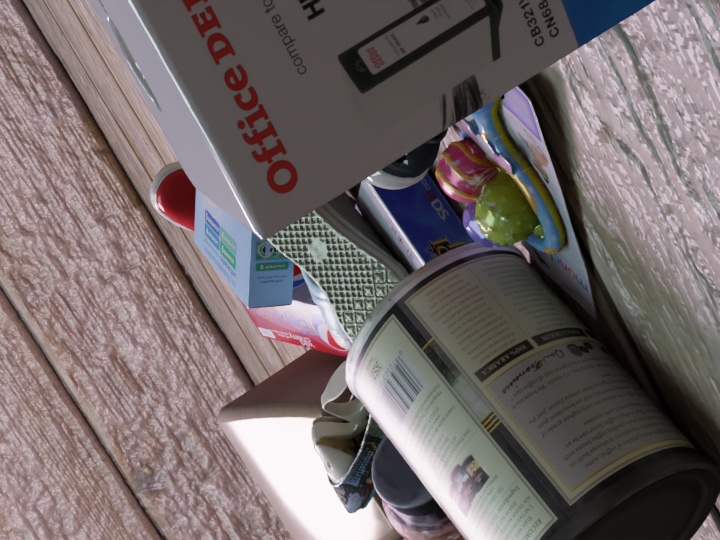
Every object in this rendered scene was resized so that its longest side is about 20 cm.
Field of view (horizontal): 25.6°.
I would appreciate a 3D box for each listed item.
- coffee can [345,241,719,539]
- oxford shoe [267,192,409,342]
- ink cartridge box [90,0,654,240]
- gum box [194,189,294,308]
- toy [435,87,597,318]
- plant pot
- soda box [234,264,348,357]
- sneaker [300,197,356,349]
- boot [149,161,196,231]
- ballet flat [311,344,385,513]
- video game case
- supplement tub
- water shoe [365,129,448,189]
[{"bbox_3d":[0.103,0.100,0.985,0.200,0.146,0.146,51,168,32],"label":"coffee can"},{"bbox_3d":[0.000,0.000,1.186,0.200,0.075,0.058,47,-150,13],"label":"oxford shoe"},{"bbox_3d":[0.000,-0.127,0.635,0.146,0.200,0.084,62,169,-25],"label":"ink cartridge box"},{"bbox_3d":[-0.100,-0.091,1.384,0.170,0.044,0.200,-137,46,-61],"label":"gum box"},{"bbox_3d":[0.075,-0.054,0.930,0.115,0.047,0.200,51,168,40],"label":"toy"},{"bbox_3d":[0.020,0.156,1.463,0.200,0.200,0.177,58,158,-3],"label":"plant pot"},{"bbox_3d":[-0.023,0.030,1.427,0.200,0.070,0.063,11,137,51],"label":"soda box"},{"bbox_3d":[-0.021,-0.026,1.341,0.200,0.074,0.082,-114,2,-50],"label":"sneaker"},{"bbox_3d":[-0.099,-0.041,1.545,0.200,0.072,0.144,19,-167,-34],"label":"boot"},{"bbox_3d":[-0.005,0.119,1.286,0.074,0.074,0.200,50,135,36],"label":"ballet flat"},{"bbox_3d":[0.067,0.019,1.196,0.200,0.045,0.181,56,170,7],"label":"video game case"},{"bbox_3d":[0.087,0.186,1.289,0.107,0.107,0.200,49,-174,38],"label":"supplement tub"},{"bbox_3d":[-0.004,-0.149,1.024,0.200,0.071,0.079,56,142,14],"label":"water shoe"}]
